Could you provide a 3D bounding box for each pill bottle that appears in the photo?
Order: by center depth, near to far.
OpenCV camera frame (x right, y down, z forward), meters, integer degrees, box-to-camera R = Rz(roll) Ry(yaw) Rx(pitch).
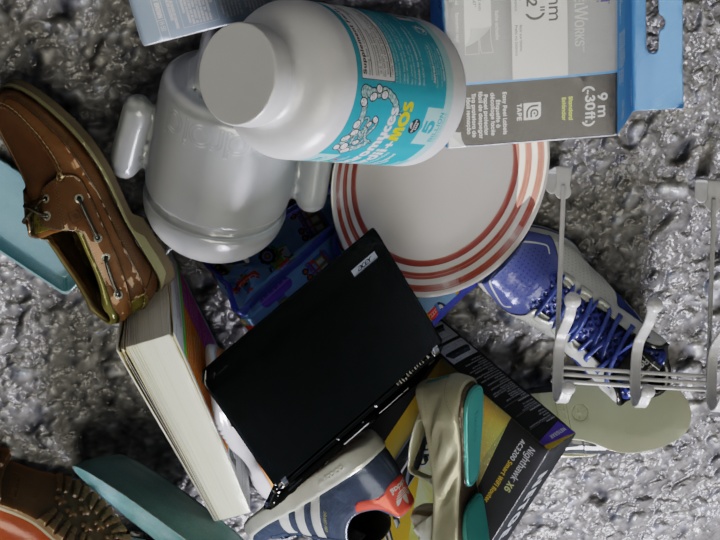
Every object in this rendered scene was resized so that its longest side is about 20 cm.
[{"bbox_3d":[-0.022,-0.131,1.412,0.199,0.111,0.111,-1,135,-52],"label":"pill bottle"}]

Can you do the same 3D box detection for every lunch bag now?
[{"bbox_3d":[0.000,0.000,1.641,0.200,0.094,0.151,-38,126,0],"label":"lunch bag"}]

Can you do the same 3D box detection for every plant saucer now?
[{"bbox_3d":[-0.286,-0.056,1.578,0.070,0.019,0.200,-41,122,20],"label":"plant saucer"},{"bbox_3d":[-0.157,0.214,1.720,0.036,0.200,0.200,-53,124,-13],"label":"plant saucer"}]

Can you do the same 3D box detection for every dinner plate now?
[{"bbox_3d":[0.061,-0.077,1.585,0.199,0.024,0.201,-11,112,-28],"label":"dinner plate"}]

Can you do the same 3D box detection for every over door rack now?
[{"bbox_3d":[0.225,0.009,1.606,0.147,0.201,0.067,4,163,-12],"label":"over door rack"}]

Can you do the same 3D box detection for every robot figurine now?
[{"bbox_3d":[-0.105,-0.089,1.525,0.169,0.113,0.201,11,125,-2],"label":"robot figurine"}]

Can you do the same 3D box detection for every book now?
[{"bbox_3d":[-0.136,0.087,1.639,0.048,0.134,0.201,-16,127,9],"label":"book"}]

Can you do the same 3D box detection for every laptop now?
[{"bbox_3d":[-0.033,0.083,1.576,0.177,0.200,0.103,-39,83,-14],"label":"laptop"}]

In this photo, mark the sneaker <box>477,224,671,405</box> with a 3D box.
[{"bbox_3d":[0.197,0.045,1.665,0.199,0.115,0.081,37,94,-30],"label":"sneaker"}]

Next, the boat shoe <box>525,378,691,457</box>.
[{"bbox_3d":[0.192,0.134,1.779,0.199,0.072,0.063,-6,170,-9],"label":"boat shoe"}]

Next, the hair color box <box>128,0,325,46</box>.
[{"bbox_3d":[-0.069,-0.231,1.434,0.199,0.099,0.061,-14,127,0],"label":"hair color box"}]

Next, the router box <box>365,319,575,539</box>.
[{"bbox_3d":[0.071,0.168,1.729,0.052,0.157,0.201,-23,147,-54],"label":"router box"}]

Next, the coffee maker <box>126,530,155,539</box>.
[{"bbox_3d":[-0.232,0.362,1.786,0.192,0.200,0.135,-42,121,20],"label":"coffee maker"}]

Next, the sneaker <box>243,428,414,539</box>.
[{"bbox_3d":[-0.027,0.212,1.727,0.085,0.075,0.200,51,141,-2],"label":"sneaker"}]

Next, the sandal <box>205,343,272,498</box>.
[{"bbox_3d":[-0.078,0.119,1.644,0.059,0.080,0.207,-14,148,6],"label":"sandal"}]

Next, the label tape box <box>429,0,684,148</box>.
[{"bbox_3d":[0.154,-0.176,1.515,0.199,0.066,0.144,-4,110,-4],"label":"label tape box"}]

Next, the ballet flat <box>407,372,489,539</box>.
[{"bbox_3d":[0.071,0.182,1.657,0.069,0.069,0.201,-3,98,-8],"label":"ballet flat"}]

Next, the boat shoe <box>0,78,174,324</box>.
[{"bbox_3d":[-0.222,-0.050,1.522,0.068,0.072,0.200,-43,104,-27],"label":"boat shoe"}]

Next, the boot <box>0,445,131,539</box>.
[{"bbox_3d":[-0.296,0.226,1.751,0.199,0.075,0.107,30,121,-12],"label":"boot"}]
